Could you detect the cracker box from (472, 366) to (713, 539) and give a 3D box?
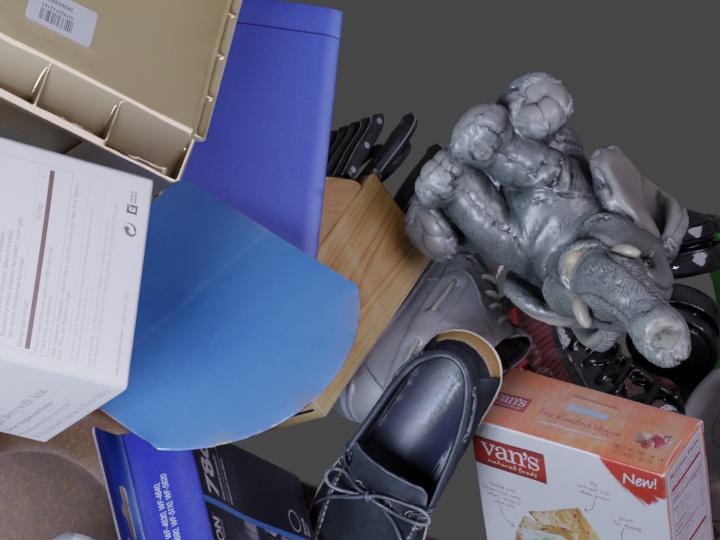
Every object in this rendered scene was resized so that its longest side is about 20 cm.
[{"bbox_3d":[0.147,0.165,1.702,0.058,0.134,0.200,-47,140,-39],"label":"cracker box"}]

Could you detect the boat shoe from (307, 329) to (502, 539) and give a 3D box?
[{"bbox_3d":[0.016,0.124,1.631,0.074,0.200,0.062,33,9,12],"label":"boat shoe"}]

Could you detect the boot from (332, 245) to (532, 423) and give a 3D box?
[{"bbox_3d":[0.069,0.034,1.737,0.200,0.095,0.074,-52,144,-35],"label":"boot"}]

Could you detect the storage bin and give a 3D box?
[{"bbox_3d":[-0.174,-0.159,1.541,0.200,0.094,0.199,27,60,-25],"label":"storage bin"}]

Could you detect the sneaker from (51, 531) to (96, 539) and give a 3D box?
[{"bbox_3d":[-0.102,0.221,1.483,0.070,0.080,0.201,-46,111,-41],"label":"sneaker"}]

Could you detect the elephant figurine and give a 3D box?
[{"bbox_3d":[0.134,-0.011,1.675,0.200,0.142,0.155,40,51,13],"label":"elephant figurine"}]

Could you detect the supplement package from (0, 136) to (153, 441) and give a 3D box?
[{"bbox_3d":[-0.225,-0.001,1.415,0.199,0.121,0.120,15,67,-23],"label":"supplement package"}]

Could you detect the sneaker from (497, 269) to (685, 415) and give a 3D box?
[{"bbox_3d":[0.163,0.081,1.828,0.071,0.098,0.201,-30,99,-43],"label":"sneaker"}]

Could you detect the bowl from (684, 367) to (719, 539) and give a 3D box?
[{"bbox_3d":[0.273,0.120,1.860,0.094,0.201,0.201,25,61,-29],"label":"bowl"}]

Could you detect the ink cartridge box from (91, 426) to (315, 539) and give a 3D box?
[{"bbox_3d":[-0.078,0.145,1.543,0.200,0.039,0.100,30,40,-62],"label":"ink cartridge box"}]

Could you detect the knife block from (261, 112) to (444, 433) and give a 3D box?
[{"bbox_3d":[0.000,0.000,1.712,0.175,0.064,0.201,6,73,-43],"label":"knife block"}]

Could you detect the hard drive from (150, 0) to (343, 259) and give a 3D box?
[{"bbox_3d":[-0.085,-0.069,1.627,0.131,0.025,0.201,8,68,-5],"label":"hard drive"}]

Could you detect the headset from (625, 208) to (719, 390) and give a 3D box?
[{"bbox_3d":[0.208,0.013,1.929,0.200,0.094,0.124,31,57,-53],"label":"headset"}]

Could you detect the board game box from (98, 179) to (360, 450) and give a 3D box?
[{"bbox_3d":[-0.101,0.035,1.543,0.158,0.200,0.039,-42,149,-31],"label":"board game box"}]

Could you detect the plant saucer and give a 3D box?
[{"bbox_3d":[-0.167,0.170,1.511,0.200,0.037,0.201,14,70,-44],"label":"plant saucer"}]
